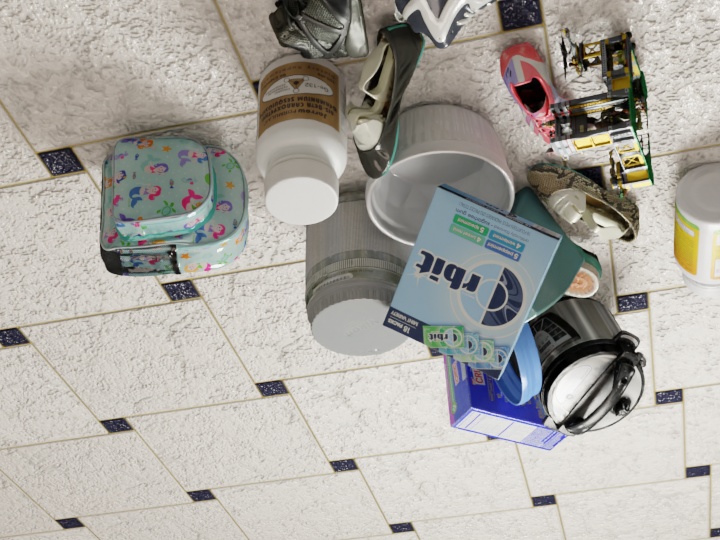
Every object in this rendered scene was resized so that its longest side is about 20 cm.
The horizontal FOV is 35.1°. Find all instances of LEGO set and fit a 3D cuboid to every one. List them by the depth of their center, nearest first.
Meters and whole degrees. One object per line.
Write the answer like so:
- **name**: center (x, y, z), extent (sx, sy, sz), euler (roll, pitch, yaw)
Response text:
- **LEGO set**: center (0.286, -0.190, 1.399), extent (0.115, 0.201, 0.154), euler (-9, 156, 23)

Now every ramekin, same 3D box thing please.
- **ramekin**: center (0.104, -0.132, 1.535), extent (0.199, 0.105, 0.201), euler (-1, 142, -1)

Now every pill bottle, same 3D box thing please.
- **pill bottle**: center (-0.073, -0.161, 1.410), extent (0.114, 0.201, 0.115), euler (-1, 143, -1)
- **pill bottle**: center (0.511, -0.051, 1.648), extent (0.110, 0.112, 0.200), euler (-7, 143, 8)

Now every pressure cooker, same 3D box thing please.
- **pressure cooker**: center (0.359, 0.157, 1.818), extent (0.178, 0.200, 0.177), euler (-13, 125, -3)

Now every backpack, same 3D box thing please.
- **backpack**: center (-0.247, -0.088, 1.526), extent (0.199, 0.178, 0.151), euler (1, 148, -9)

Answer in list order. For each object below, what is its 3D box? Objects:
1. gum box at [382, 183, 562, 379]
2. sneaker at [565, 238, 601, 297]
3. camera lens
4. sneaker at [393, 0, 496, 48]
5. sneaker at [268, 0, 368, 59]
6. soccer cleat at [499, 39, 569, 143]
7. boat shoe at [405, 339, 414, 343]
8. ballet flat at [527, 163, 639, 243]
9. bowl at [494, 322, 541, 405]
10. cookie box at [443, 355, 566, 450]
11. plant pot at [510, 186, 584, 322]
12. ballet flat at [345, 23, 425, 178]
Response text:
- **gum box**: center (0.142, 0.014, 1.465), extent (0.169, 0.045, 0.201), euler (24, 106, 12)
- **sneaker**: center (0.267, -0.025, 1.715), extent (0.199, 0.080, 0.072), euler (23, 125, 4)
- **camera lens**: center (0.000, 0.000, 1.626), extent (0.159, 0.201, 0.160), euler (-1, 143, -1)
- **sneaker**: center (0.126, -0.315, 1.313), extent (0.198, 0.080, 0.130), euler (-1, 145, 0)
- **sneaker**: center (-0.055, -0.316, 1.307), extent (0.114, 0.077, 0.200), euler (-10, 148, 1)
- **soccer cleat**: center (0.233, -0.209, 1.458), extent (0.066, 0.077, 0.200), euler (-18, 140, 21)
- **boat shoe**: center (0.039, 0.077, 1.845), extent (0.199, 0.071, 0.070), euler (-14, 145, 27)
- **ballet flat**: center (0.325, -0.089, 1.621), extent (0.199, 0.076, 0.068), euler (22, 139, -27)
- **bowl**: center (0.230, 0.112, 1.793), extent (0.039, 0.201, 0.201), euler (-18, 144, -9)
- **cookie box**: center (0.246, 0.198, 1.925), extent (0.199, 0.172, 0.075), euler (16, 137, -21)
- **plant pot**: center (0.204, 0.007, 1.586), extent (0.141, 0.200, 0.142), euler (-34, 100, 29)
- **ballet flat**: center (0.019, -0.211, 1.408), extent (0.068, 0.068, 0.201), euler (-1, 116, -38)
